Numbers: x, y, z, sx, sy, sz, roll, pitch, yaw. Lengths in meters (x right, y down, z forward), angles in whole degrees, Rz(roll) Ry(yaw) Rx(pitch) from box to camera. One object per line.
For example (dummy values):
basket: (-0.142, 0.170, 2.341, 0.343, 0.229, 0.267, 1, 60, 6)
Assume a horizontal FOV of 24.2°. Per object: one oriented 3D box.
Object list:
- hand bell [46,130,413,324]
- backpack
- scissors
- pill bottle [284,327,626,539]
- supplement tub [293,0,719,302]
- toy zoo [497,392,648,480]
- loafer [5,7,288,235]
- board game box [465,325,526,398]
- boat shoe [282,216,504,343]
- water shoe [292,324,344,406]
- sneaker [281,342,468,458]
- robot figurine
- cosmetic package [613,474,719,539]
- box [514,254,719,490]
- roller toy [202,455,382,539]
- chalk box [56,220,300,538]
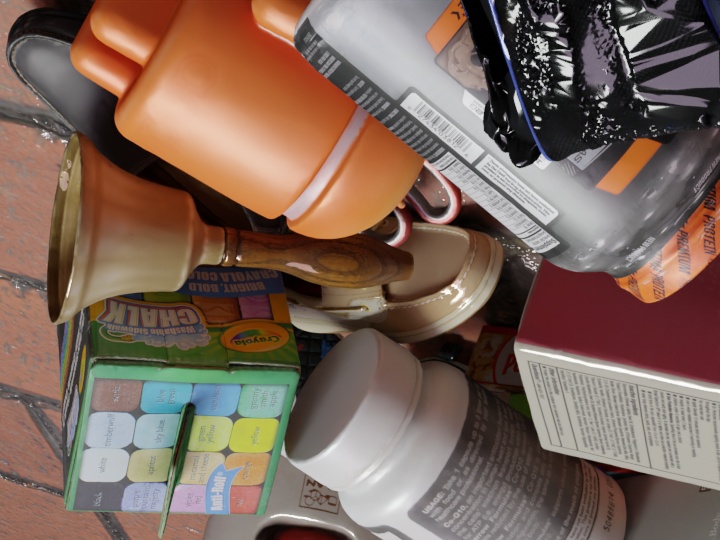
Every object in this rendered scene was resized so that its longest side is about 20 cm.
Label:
hand bell: (-0.066, -0.013, 0.932, 0.199, 0.105, 0.104, 6, 158, -18)
backpack: (0.092, -0.163, 0.572, 0.134, 0.183, 0.200, -5, 132, 29)
scissors: (-0.027, -0.089, 0.965, 0.200, 0.014, 0.073, 45, 123, -12)
pill bottle: (0.058, 0.127, 1.040, 0.200, 0.114, 0.114, 36, 151, -21)
supplement tub: (0.080, -0.085, 0.735, 0.200, 0.123, 0.122, 38, 151, -7)
toy zoo: (0.197, 0.124, 1.073, 0.199, 0.021, 0.131, -1, 144, 38)
loafer: (-0.119, -0.078, 0.971, 0.199, 0.072, 0.073, 31, 131, -12)
board game box: (0.188, 0.103, 1.119, 0.199, 0.046, 0.152, 5, 148, 31)
boat shoe: (0.000, 0.000, 1.043, 0.069, 0.074, 0.199, 34, 153, -34)
water shoe: (-0.027, 0.082, 1.152, 0.200, 0.071, 0.079, 54, 164, 26)
sneaker: (0.009, 0.093, 1.205, 0.199, 0.074, 0.118, -1, 153, 21)
robot figurine: (-0.047, -0.091, 0.867, 0.199, 0.117, 0.144, 29, 114, -13)
cosmetic package: (0.204, 0.185, 1.041, 0.090, 0.107, 0.200, 35, 148, -25)
box: (0.200, 0.048, 0.937, 0.199, 0.109, 0.128, 11, 151, 21)
roller toy: (-0.037, 0.223, 1.411, 0.199, 0.141, 0.182, -9, 151, 43)
chalk box: (-0.109, 0.063, 0.993, 0.123, 0.201, 0.125, 3, 131, -16)
